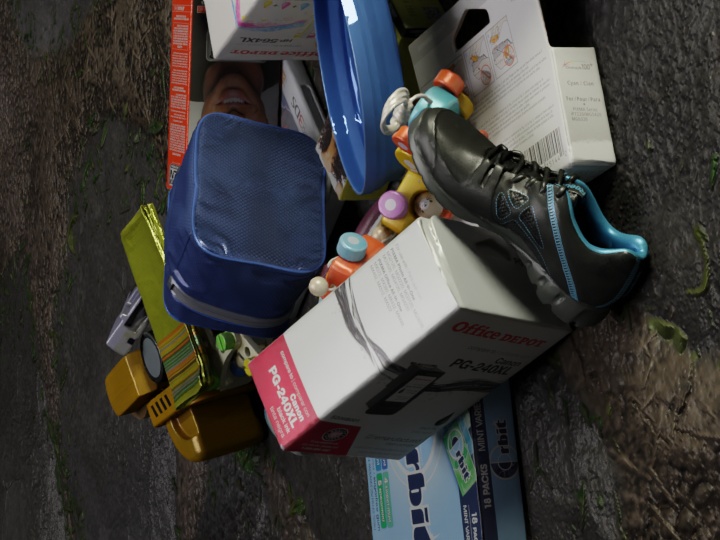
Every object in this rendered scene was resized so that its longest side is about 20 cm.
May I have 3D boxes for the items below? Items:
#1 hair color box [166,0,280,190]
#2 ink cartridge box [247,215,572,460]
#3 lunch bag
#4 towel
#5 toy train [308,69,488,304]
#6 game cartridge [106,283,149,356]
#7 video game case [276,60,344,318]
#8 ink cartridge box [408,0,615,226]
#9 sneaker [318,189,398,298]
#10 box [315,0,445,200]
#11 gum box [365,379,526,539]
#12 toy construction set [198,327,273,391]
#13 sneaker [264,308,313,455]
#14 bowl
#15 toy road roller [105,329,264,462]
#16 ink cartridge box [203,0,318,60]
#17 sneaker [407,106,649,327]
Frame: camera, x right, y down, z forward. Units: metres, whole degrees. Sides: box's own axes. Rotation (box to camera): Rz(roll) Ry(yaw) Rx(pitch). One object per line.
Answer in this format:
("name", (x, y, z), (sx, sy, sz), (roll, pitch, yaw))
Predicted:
("hair color box", (-0.137, -0.178, 1.795), (0.061, 0.101, 0.201), (19, 109, 62))
("ink cartridge box", (0.038, 0.057, 1.361), (0.200, 0.145, 0.084), (-40, 58, 30))
("lunch bag", (-0.115, -0.043, 1.693), (0.132, 0.135, 0.200), (122, 156, -47))
("towel", (-0.201, 0.038, 1.818), (0.086, 0.018, 0.201), (-39, 67, 53))
("toy train", (0.037, -0.053, 1.373), (0.056, 0.150, 0.200), (32, 125, 16))
("game cartridge", (-0.205, -0.008, 1.926), (0.200, 0.038, 0.130), (-55, 13, 6))
("video game case", (-0.073, -0.084, 1.805), (0.200, 0.023, 0.183), (114, 145, -42))
("ink cartridge box", (0.113, -0.131, 1.385), (0.200, 0.045, 0.177), (-34, 62, 60))
("sneaker", (0.000, 0.000, 1.597), (0.090, 0.075, 0.200), (53, 137, 42))
("box", (0.018, -0.158, 1.580), (0.075, 0.050, 0.200), (64, 145, 40))
("gum box", (0.065, 0.161, 1.503), (0.200, 0.044, 0.171), (154, 113, -63))
("toy construction set", (-0.139, 0.036, 1.812), (0.131, 0.092, 0.201), (-44, 52, 52))
("sneaker", (-0.027, 0.109, 1.558), (0.081, 0.076, 0.200), (47, 147, 22))
("bowl", (0.000, -0.163, 1.452), (0.201, 0.039, 0.201), (169, 90, -82))
("toy road roller", (-0.181, 0.139, 1.938), (0.200, 0.123, 0.146), (-37, 69, 59))
("ink cartridge box", (-0.063, -0.280, 1.653), (0.200, 0.128, 0.126), (139, 125, -59))
("sneaker", (0.122, -0.055, 1.281), (0.200, 0.073, 0.082), (43, 134, 2))
